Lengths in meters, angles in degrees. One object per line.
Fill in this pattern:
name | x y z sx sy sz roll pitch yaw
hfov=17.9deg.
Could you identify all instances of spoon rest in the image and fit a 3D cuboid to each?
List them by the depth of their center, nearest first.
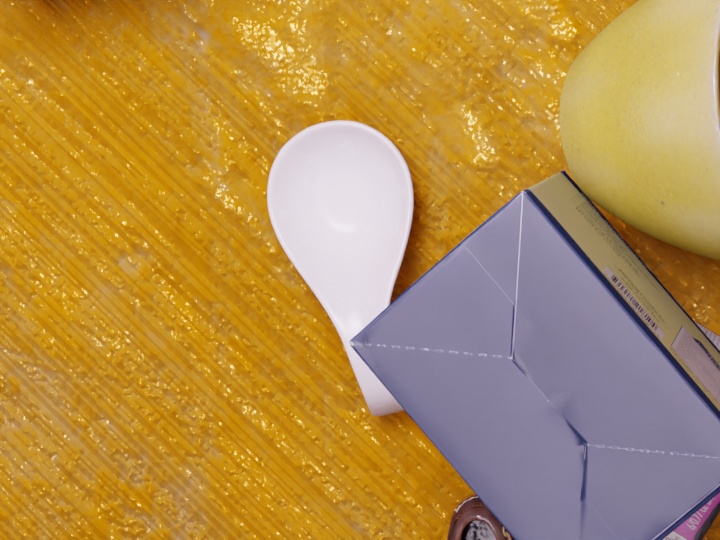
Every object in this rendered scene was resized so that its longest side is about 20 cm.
spoon rest | 0.000 0.000 1.502 0.099 0.061 0.201 -15 94 13

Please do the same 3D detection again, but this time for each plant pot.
plant pot | 0.206 -0.094 1.394 0.142 0.200 0.201 -5 96 39

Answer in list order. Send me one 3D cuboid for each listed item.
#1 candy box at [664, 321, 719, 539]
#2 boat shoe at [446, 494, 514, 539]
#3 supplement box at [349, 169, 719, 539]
candy box | 0.159 0.081 1.476 0.200 0.061 0.137 31 103 8
boat shoe | 0.086 0.247 1.509 0.070 0.070 0.201 -7 97 12
supplement box | 0.123 0.062 1.347 0.134 0.200 0.200 -41 87 13
